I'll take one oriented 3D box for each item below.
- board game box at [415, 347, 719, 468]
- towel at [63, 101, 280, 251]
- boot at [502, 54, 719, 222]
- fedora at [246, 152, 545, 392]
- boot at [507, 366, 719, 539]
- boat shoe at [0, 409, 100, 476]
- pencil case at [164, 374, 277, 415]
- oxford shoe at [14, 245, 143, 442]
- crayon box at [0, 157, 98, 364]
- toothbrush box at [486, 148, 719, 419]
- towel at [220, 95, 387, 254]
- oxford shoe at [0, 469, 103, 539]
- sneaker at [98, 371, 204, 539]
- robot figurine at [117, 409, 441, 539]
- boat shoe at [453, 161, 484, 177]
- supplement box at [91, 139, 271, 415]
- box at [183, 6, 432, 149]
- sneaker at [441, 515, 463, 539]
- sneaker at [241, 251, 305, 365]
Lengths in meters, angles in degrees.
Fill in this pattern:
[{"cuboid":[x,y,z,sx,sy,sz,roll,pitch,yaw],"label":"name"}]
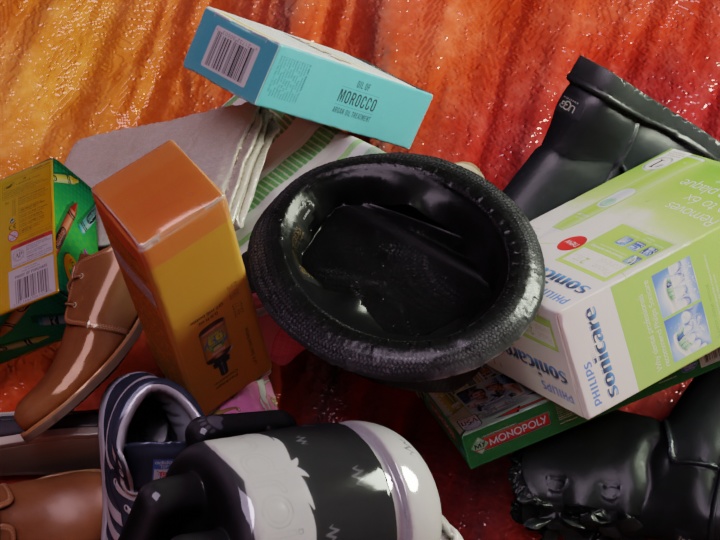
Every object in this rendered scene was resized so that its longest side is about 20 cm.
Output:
[{"cuboid":[0.145,0.065,1.276,0.199,0.029,0.135,-22,23,-8],"label":"board game box"},{"cuboid":[-0.158,-0.061,1.377,0.199,0.035,0.133,-8,47,31],"label":"towel"},{"cuboid":[0.183,-0.051,1.355,0.076,0.200,0.168,41,103,46],"label":"boot"},{"cuboid":[0.024,0.015,1.184,0.200,0.092,0.201,-2,49,2],"label":"fedora"},{"cuboid":[0.196,0.113,1.265,0.162,0.073,0.199,6,52,19],"label":"boot"},{"cuboid":[-0.236,0.110,1.304,0.199,0.073,0.063,-7,60,7],"label":"boat shoe"},{"cuboid":[-0.089,0.110,1.280,0.083,0.087,0.200,-6,54,-23],"label":"pencil case"},{"cuboid":[-0.182,0.030,1.257,0.071,0.071,0.200,40,73,-12],"label":"oxford shoe"},{"cuboid":[-0.290,0.011,1.340,0.200,0.058,0.119,-21,55,18],"label":"crayon box"},{"cuboid":[0.186,0.004,1.236,0.200,0.086,0.146,-27,24,-17],"label":"toothbrush box"},{"cuboid":[-0.083,-0.068,1.383,0.152,0.023,0.200,-41,39,-15],"label":"towel"},{"cuboid":[-0.254,0.181,1.248,0.199,0.071,0.072,-17,67,-5],"label":"oxford shoe"},{"cuboid":[-0.132,0.164,1.197,0.070,0.108,0.201,-7,85,-19],"label":"sneaker"},{"cuboid":[-0.046,0.160,1.111,0.200,0.125,0.151,-6,88,-34],"label":"robot figurine"},{"cuboid":[0.019,-0.015,1.357,0.200,0.074,0.069,-27,53,-12],"label":"boat shoe"},{"cuboid":[-0.112,0.011,1.175,0.066,0.200,0.069,-34,55,-17],"label":"supplement box"},{"cuboid":[-0.037,-0.144,1.372,0.082,0.200,0.049,31,102,34],"label":"box"},{"cuboid":[0.050,0.207,1.204,0.200,0.087,0.074,38,61,24],"label":"sneaker"},{"cuboid":[0.000,0.000,1.300,0.200,0.087,0.074,-26,32,-15],"label":"sneaker"}]
